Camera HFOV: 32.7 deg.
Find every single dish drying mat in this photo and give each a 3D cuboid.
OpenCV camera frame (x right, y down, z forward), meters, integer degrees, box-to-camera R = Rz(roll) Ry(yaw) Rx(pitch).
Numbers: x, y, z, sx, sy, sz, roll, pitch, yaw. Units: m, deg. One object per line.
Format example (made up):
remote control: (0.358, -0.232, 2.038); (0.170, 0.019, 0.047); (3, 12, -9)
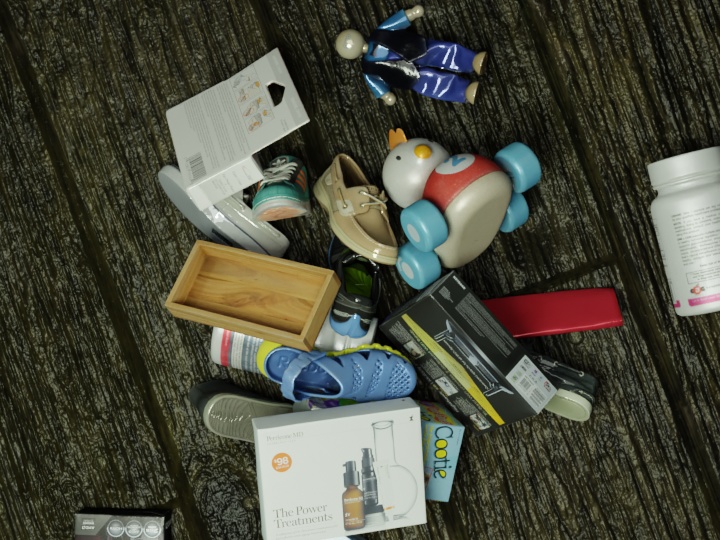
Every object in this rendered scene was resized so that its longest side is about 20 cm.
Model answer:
dish drying mat: (0.237, 0.059, 1.606); (0.200, 0.077, 0.018); (-7, 132, 4)

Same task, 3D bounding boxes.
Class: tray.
tray: (-0.134, 0.030, 1.520); (0.200, 0.037, 0.099); (13, 65, 25)

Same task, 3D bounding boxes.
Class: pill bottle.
pill bottle: (0.437, -0.050, 1.566); (0.113, 0.113, 0.200); (-14, 90, 4)
pill bottle: (-0.084, 0.085, 1.597); (0.200, 0.120, 0.120); (13, 91, 4)

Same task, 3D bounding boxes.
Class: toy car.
toy car: (0.092, -0.117, 1.567); (0.184, 0.177, 0.200); (-33, 67, -20)

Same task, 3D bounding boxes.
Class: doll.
doll: (0.065, -0.283, 1.621); (0.200, 0.048, 0.137); (15, 100, 10)

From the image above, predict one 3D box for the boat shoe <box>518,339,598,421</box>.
boat shoe: (0.219, 0.125, 1.604); (0.199, 0.075, 0.066); (22, 60, 22)

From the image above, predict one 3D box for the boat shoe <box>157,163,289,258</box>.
boat shoe: (-0.179, -0.081, 1.635); (0.200, 0.071, 0.070); (39, 65, 6)

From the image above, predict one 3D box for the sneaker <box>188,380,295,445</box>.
sneaker: (-0.127, 0.193, 1.630); (0.200, 0.106, 0.075); (24, 92, -26)

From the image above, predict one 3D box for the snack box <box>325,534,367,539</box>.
snack box: (-0.067, 0.429, 1.623); (0.169, 0.068, 0.200); (36, 91, 2)

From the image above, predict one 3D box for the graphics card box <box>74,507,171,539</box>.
graphics card box: (-0.319, 0.421, 1.647); (0.125, 0.051, 0.200); (2, 89, 4)

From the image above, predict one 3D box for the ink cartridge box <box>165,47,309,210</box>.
ink cartridge box: (-0.154, -0.183, 1.571); (0.176, 0.200, 0.045); (-28, 129, 4)

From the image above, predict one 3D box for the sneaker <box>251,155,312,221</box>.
sneaker: (-0.104, -0.106, 1.556); (0.071, 0.200, 0.080); (-10, 92, 2)

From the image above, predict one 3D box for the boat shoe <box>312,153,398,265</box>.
boat shoe: (-0.002, -0.080, 1.561); (0.071, 0.200, 0.065); (12, 118, -37)

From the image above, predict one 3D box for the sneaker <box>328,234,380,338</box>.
sneaker: (0.000, 0.000, 1.568); (0.071, 0.200, 0.083); (16, 127, -12)

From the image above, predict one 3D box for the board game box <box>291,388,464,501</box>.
board game box: (0.015, 0.219, 1.565); (0.200, 0.103, 0.105); (10, 99, -15)

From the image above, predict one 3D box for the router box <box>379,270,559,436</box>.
router box: (0.134, 0.109, 1.553); (0.200, 0.157, 0.052); (48, 61, -4)

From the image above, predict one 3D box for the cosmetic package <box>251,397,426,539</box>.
cosmetic package: (-0.024, 0.242, 1.480); (0.200, 0.052, 0.151); (-7, 100, -12)

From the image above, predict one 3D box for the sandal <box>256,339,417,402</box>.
sandal: (-0.027, 0.133, 1.506); (0.200, 0.087, 0.080); (4, 110, -9)
